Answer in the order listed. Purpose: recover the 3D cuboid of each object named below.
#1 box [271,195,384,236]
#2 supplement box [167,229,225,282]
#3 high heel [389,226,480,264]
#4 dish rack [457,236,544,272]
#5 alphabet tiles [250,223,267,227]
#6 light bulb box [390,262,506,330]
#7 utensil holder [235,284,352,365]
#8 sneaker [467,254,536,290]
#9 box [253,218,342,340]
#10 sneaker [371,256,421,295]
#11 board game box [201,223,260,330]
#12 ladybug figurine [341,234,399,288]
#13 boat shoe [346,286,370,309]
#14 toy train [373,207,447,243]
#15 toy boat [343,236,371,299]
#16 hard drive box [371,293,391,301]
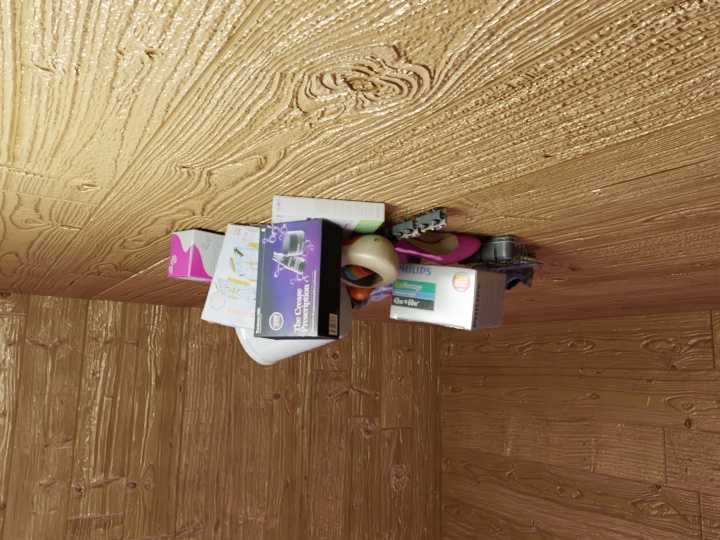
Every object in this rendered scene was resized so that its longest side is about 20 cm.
[{"bbox_3d":[-0.064,-0.096,1.095,0.196,0.037,0.144,4,171,-9],"label":"box"},{"bbox_3d":[-0.320,-0.024,1.353,0.102,0.103,0.198,-1,171,44],"label":"supplement box"},{"bbox_3d":[0.150,-0.060,1.221,0.196,0.068,0.097,-9,147,2],"label":"high heel"},{"bbox_3d":[0.324,-0.032,1.372,0.152,0.056,0.198,-5,171,43],"label":"dish rack"},{"bbox_3d":[-0.171,-0.078,1.309,0.196,0.006,0.166,2,171,-6],"label":"alphabet tiles"},{"bbox_3d":[0.196,0.054,1.320,0.195,0.127,0.199,6,-179,32],"label":"light bulb box"},{"bbox_3d":[-0.138,0.091,1.261,0.197,0.173,0.169,-20,162,25],"label":"utensil holder"},{"bbox_3d":[0.353,0.009,1.519,0.073,0.083,0.198,10,168,-40],"label":"sneaker"},{"bbox_3d":[-0.111,0.020,1.066,0.139,0.204,0.078,-5,168,30],"label":"box"},{"bbox_3d":[0.078,0.003,1.457,0.076,0.077,0.199,10,148,-43],"label":"sneaker"},{"bbox_3d":[-0.198,0.018,1.180,0.197,0.203,0.041,9,166,21],"label":"board game box"},{"bbox_3d":[0.004,-0.020,1.165,0.134,0.073,0.199,27,158,-25],"label":"ladybug figurine"},{"bbox_3d":[-0.076,0.060,1.465,0.197,0.074,0.072,3,-163,31],"label":"boat shoe"},{"bbox_3d":[0.093,-0.078,1.126,0.045,0.035,0.198,19,157,-36],"label":"toy train"},{"bbox_3d":[0.000,0.000,1.323,0.128,0.133,0.200,1,165,2],"label":"toy boat"},{"bbox_3d":[-0.002,0.021,1.599,0.197,0.078,0.155,5,161,-27],"label":"hard drive box"}]
